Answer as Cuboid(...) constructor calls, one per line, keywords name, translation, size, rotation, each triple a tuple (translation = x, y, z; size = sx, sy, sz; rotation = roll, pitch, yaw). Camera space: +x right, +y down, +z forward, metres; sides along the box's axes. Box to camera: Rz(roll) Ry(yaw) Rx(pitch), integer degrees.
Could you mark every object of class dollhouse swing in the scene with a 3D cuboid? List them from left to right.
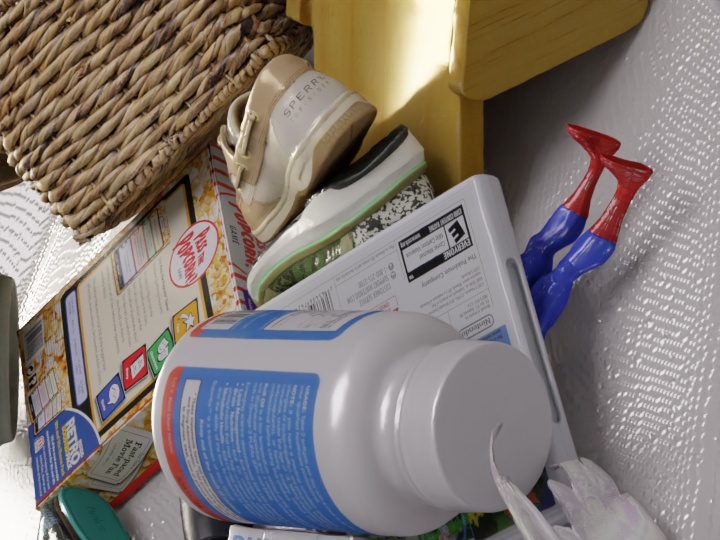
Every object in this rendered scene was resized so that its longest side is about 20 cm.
Cuboid(name="dollhouse swing", translation=(0.069, -0.124, 1.665), size=(0.181, 0.177, 0.200), rotation=(-26, 27, -22))

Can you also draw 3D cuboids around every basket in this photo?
Cuboid(name="basket", translation=(-0.134, -0.141, 1.798), size=(0.200, 0.149, 0.143), rotation=(-43, -3, 27))

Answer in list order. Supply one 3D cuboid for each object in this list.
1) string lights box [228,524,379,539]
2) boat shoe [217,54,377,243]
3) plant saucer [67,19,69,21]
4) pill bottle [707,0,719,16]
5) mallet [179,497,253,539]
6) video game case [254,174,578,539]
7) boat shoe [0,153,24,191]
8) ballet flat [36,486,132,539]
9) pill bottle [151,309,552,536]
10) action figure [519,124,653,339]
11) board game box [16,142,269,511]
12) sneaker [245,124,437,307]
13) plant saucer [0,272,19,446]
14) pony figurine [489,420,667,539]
Cuboid(name="string lights box", translation=(-0.032, 0.236, 1.507), size=(0.103, 0.059, 0.201), rotation=(0, 77, 50))
Cuboid(name="boat shoe", translation=(-0.042, -0.073, 1.625), size=(0.074, 0.069, 0.200), rotation=(-46, -2, -19))
Cuboid(name="plant saucer", translation=(-0.098, -0.256, 1.888), size=(0.200, 0.048, 0.201), rotation=(-36, 30, 42))
Cuboid(name="pill bottle", translation=(0.218, -0.223, 1.470), size=(0.114, 0.114, 0.201), rotation=(-33, 44, 36))
Cuboid(name="mallet", translation=(-0.028, 0.091, 1.651), size=(0.200, 0.041, 0.066), rotation=(-40, 44, 23))
Cuboid(name="video game case", translation=(0.025, 0.072, 1.536), size=(0.200, 0.022, 0.183), rotation=(-31, 67, 43))
Cuboid(name="boat shoe", translation=(-0.238, -0.085, 1.940), size=(0.068, 0.072, 0.200), rotation=(-45, -3, 34))
Cuboid(name="ballet flat", translation=(-0.145, 0.201, 1.705), size=(0.074, 0.074, 0.200), rotation=(-56, 29, 10))
Cuboid(name="pill bottle", translation=(-0.003, 0.076, 1.469), size=(0.199, 0.112, 0.113), rotation=(0, 68, 48))
Cuboid(name="action figure", translation=(0.083, 0.023, 1.526), size=(0.065, 0.051, 0.201), rotation=(43, 115, 52))
Cuboid(name="board game box", translation=(-0.130, 0.041, 1.800), size=(0.200, 0.046, 0.152), rotation=(-42, 40, 28))
Cuboid(name="sneaker", translation=(0.000, 0.000, 1.631), size=(0.077, 0.089, 0.200), rotation=(-37, -5, -27))
Cuboid(name="plant saucer", translation=(-0.247, 0.057, 1.883), size=(0.200, 0.050, 0.201), rotation=(-179, 90, -87))
Cuboid(name="pony figurine", translation=(0.108, 0.180, 1.341), size=(0.200, 0.166, 0.193), rotation=(-48, 69, 14))
